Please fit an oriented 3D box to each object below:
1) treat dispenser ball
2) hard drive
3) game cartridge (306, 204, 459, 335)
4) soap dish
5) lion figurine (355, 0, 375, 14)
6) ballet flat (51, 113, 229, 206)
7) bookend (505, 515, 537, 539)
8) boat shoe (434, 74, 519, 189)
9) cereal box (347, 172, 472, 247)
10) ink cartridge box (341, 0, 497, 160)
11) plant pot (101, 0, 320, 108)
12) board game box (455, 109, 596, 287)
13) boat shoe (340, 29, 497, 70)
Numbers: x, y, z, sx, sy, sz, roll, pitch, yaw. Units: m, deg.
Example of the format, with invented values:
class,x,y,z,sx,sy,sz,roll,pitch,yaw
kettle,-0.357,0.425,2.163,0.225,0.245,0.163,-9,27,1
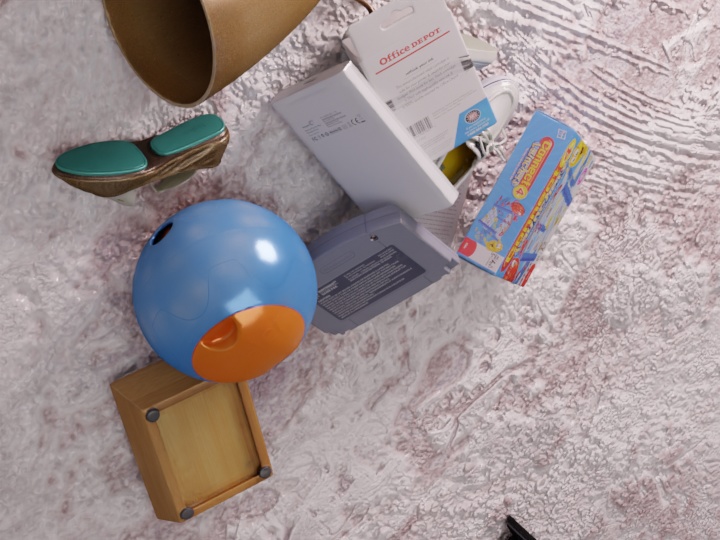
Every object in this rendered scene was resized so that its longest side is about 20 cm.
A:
class,x,y,z,sx,sy,sz,roll,pitch,yaw
treat dispenser ball,-0.147,0.022,1.368,0.201,0.201,0.201,-12,116,-27
hard drive,0.004,-0.138,1.414,0.200,0.132,0.026,48,54,-23
game cartridge,0.000,0.000,1.488,0.200,0.041,0.133,-31,136,27
soap dish,-0.191,0.190,1.485,0.157,0.081,0.200,-24,119,-21
lion figurine,-0.007,-0.376,1.368,0.122,0.072,0.200,5,111,-25
ballet flat,-0.233,-0.111,1.354,0.200,0.068,0.072,-22,139,-26
bookend,0.213,0.508,1.854,0.200,0.092,0.199,-41,123,-9
boat shoe,0.132,-0.149,1.485,0.202,0.086,0.075,-45,123,-10
cereal box,0.062,-0.093,1.544,0.144,0.040,0.200,7,106,-33
ink cartridge box,0.059,-0.226,1.395,0.116,0.068,0.200,-31,127,-3
plant pot,-0.133,-0.290,1.278,0.200,0.186,0.187,-33,124,-34
board game box,0.211,-0.083,1.565,0.200,0.056,0.196,-61,162,5
boat shoe,0.065,-0.244,1.473,0.200,0.070,0.072,-2,121,-26
